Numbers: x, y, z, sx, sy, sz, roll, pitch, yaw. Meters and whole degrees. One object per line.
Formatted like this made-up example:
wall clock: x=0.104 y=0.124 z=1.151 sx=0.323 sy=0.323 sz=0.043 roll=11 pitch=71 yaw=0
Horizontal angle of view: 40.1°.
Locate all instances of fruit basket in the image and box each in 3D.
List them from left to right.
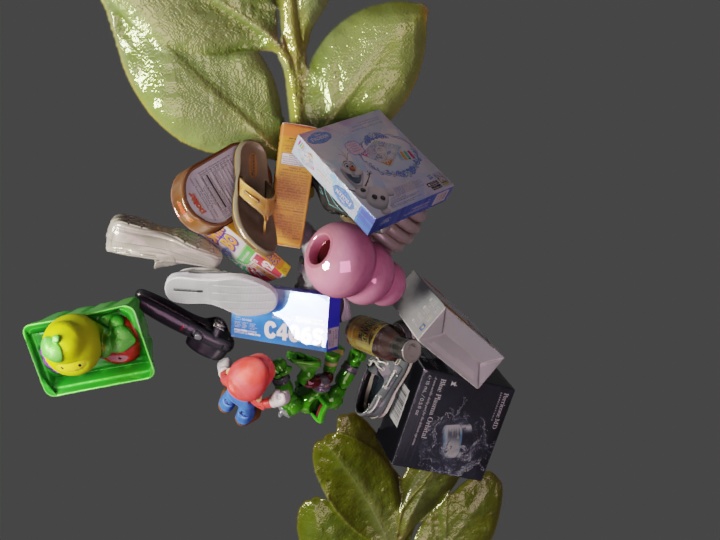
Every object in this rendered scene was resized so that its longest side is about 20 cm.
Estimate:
fruit basket: x=-0.448 y=0.129 z=1.604 sx=0.211 sy=0.216 sz=0.158 roll=-17 pitch=112 yaw=-8

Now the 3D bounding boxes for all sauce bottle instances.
sauce bottle: x=0.041 y=0.123 z=1.745 sx=0.065 sy=0.199 sz=0.068 roll=-3 pitch=97 yaw=-29

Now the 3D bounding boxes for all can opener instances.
can opener: x=-0.308 y=0.093 z=1.721 sx=0.198 sy=0.063 sz=0.079 roll=32 pitch=99 yaw=-22

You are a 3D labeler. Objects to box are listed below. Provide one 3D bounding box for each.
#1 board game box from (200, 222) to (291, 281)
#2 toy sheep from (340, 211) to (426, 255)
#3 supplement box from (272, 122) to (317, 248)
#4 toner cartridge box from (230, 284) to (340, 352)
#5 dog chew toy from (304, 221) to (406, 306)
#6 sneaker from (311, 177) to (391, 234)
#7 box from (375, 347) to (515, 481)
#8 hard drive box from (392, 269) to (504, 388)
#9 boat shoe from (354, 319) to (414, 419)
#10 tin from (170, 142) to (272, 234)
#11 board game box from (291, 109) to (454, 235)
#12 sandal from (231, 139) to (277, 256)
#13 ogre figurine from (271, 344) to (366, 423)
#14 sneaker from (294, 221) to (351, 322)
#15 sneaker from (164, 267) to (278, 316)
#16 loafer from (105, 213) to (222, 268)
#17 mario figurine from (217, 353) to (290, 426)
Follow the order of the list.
board game box: x=-0.216 y=-0.052 z=1.682 sx=0.200 sy=0.095 sz=0.030 roll=44 pitch=60 yaw=-21
toy sheep: x=0.040 y=-0.092 z=1.719 sx=0.137 sy=0.139 sz=0.200 roll=36 pitch=111 yaw=-22
supplement box: x=-0.117 y=-0.142 z=1.665 sx=0.067 sy=0.067 sz=0.205 roll=6 pitch=92 yaw=-8
toner cartridge box: x=-0.130 y=0.078 z=1.700 sx=0.196 sy=0.043 sz=0.097 roll=6 pitch=95 yaw=27
dog chew toy: x=0.000 y=0.000 z=1.648 sx=0.198 sy=0.124 sz=0.126 roll=27 pitch=100 yaw=-40
sneaker: x=-0.016 y=-0.122 z=1.653 sx=0.074 sy=0.201 sz=0.080 roll=-4 pitch=135 yaw=-44
box: x=0.160 y=0.271 z=1.874 sx=0.196 sy=0.118 sz=0.200 roll=13 pitch=104 yaw=-19
hard drive box: x=0.150 y=0.102 z=1.769 sx=0.155 sy=0.200 sz=0.077 roll=39 pitch=95 yaw=-23
boat shoe: x=0.043 y=0.186 z=1.831 sx=0.061 sy=0.072 sz=0.203 roll=2 pitch=115 yaw=-46
tin: x=-0.224 y=-0.138 z=1.616 sx=0.199 sy=0.042 sz=0.113 roll=-39 pitch=97 yaw=-42
board game box: x=0.022 y=-0.166 z=1.614 sx=0.198 sy=0.200 sz=0.044 roll=-24 pitch=153 yaw=-41
sandal: x=-0.165 y=-0.124 z=1.599 sx=0.079 sy=0.054 sz=0.204 roll=10 pitch=67 yaw=-40
ogre figurine: x=-0.085 y=0.205 z=1.793 sx=0.199 sy=0.097 sz=0.122 roll=-18 pitch=126 yaw=-55
sneaker: x=-0.097 y=0.021 z=1.745 sx=0.113 sy=0.075 sz=0.203 roll=-25 pitch=115 yaw=-8
sneaker: x=-0.233 y=0.025 z=1.688 sx=0.195 sy=0.071 sz=0.075 roll=10 pitch=114 yaw=4
loafer: x=-0.333 y=-0.037 z=1.673 sx=0.196 sy=0.070 sz=0.071 roll=17 pitch=110 yaw=-12
mario figurine: x=-0.188 y=0.197 z=1.727 sx=0.121 sy=0.201 sz=0.108 roll=6 pitch=62 yaw=-15
